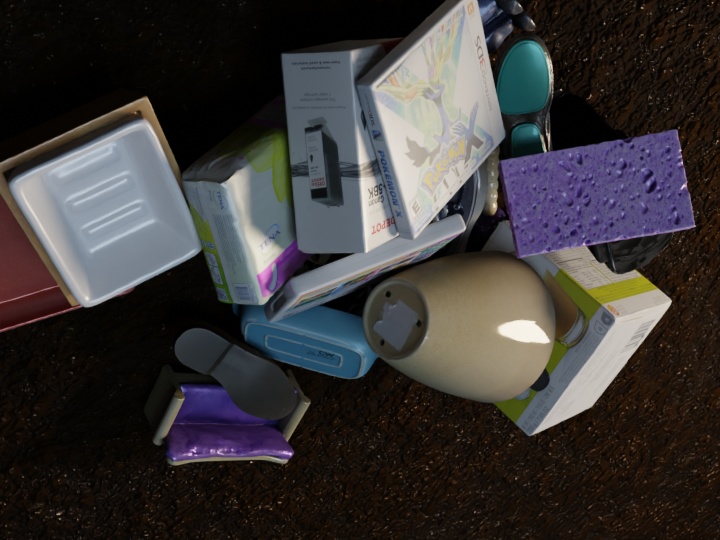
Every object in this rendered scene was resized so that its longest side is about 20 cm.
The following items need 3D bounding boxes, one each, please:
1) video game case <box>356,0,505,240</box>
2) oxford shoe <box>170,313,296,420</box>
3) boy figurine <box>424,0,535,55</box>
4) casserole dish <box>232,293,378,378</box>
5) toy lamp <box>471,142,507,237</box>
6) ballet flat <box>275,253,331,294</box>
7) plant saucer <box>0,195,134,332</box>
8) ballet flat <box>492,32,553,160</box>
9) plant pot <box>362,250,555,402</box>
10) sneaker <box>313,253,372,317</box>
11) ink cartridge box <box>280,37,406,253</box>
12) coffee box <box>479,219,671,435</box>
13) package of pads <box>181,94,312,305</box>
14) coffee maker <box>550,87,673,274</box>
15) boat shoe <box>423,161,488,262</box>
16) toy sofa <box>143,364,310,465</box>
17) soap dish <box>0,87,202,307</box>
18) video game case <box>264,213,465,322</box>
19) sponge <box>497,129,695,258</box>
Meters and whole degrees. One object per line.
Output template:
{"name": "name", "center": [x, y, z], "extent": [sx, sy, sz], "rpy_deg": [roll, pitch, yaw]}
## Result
{"name": "video game case", "center": [0.079, -0.161, 1.146], "extent": [0.200, 0.022, 0.183], "rpy_deg": [-47, 134, -35]}
{"name": "oxford shoe", "center": [-0.152, 0.112, 1.370], "extent": [0.071, 0.071, 0.200], "rpy_deg": [-44, 123, 4]}
{"name": "boy figurine", "center": [0.092, -0.229, 1.231], "extent": [0.200, 0.064, 0.124], "rpy_deg": [-44, 141, 6]}
{"name": "casserole dish", "center": [-0.065, 0.083, 1.355], "extent": [0.199, 0.039, 0.121], "rpy_deg": [15, 150, 2]}
{"name": "toy lamp", "center": [0.160, -0.131, 1.376], "extent": [0.058, 0.058, 0.200], "rpy_deg": [-20, 140, -16]}
{"name": "ballet flat", "center": [-0.073, -0.017, 1.319], "extent": [0.068, 0.068, 0.200], "rpy_deg": [9, 124, -40]}
{"name": "plant saucer", "center": [-0.344, -0.032, 1.153], "extent": [0.199, 0.037, 0.200], "rpy_deg": [-18, 136, -19]}
{"name": "ballet flat", "center": [0.184, -0.185, 1.268], "extent": [0.073, 0.073, 0.201], "rpy_deg": [-21, 127, -15]}
{"name": "plant pot", "center": [0.099, 0.062, 1.307], "extent": [0.200, 0.187, 0.188], "rpy_deg": [6, 126, -52]}
{"name": "sneaker", "center": [-0.004, -0.002, 1.376], "extent": [0.108, 0.070, 0.200], "rpy_deg": [11, 129, -34]}
{"name": "ink cartridge box", "center": [-0.004, -0.129, 1.142], "extent": [0.147, 0.083, 0.201], "rpy_deg": [-30, 119, -58]}
{"name": "coffee box", "center": [0.245, 0.063, 1.468], "extent": [0.200, 0.198, 0.200], "rpy_deg": [-10, 137, -55]}
{"name": "package of pads", "center": [-0.090, -0.081, 1.157], "extent": [0.200, 0.068, 0.155], "rpy_deg": [-49, 136, -43]}
{"name": "coffee maker", "center": [0.272, -0.113, 1.354], "extent": [0.192, 0.200, 0.135], "rpy_deg": [25, 112, -45]}
{"name": "boat shoe", "center": [0.090, -0.069, 1.370], "extent": [0.092, 0.075, 0.201], "rpy_deg": [-19, 138, -28]}
{"name": "toy sofa", "center": [-0.165, 0.184, 1.428], "extent": [0.199, 0.098, 0.083], "rpy_deg": [7, 125, -36]}
{"name": "soap dish", "center": [-0.251, -0.071, 1.088], "extent": [0.157, 0.081, 0.200], "rpy_deg": [-27, 139, -9]}
{"name": "video game case", "center": [0.000, 0.000, 1.231], "extent": [0.199, 0.024, 0.182], "rpy_deg": [-21, 174, -17]}
{"name": "sponge", "center": [0.261, -0.085, 1.249], "extent": [0.199, 0.112, 0.030], "rpy_deg": [-10, 179, 3]}
